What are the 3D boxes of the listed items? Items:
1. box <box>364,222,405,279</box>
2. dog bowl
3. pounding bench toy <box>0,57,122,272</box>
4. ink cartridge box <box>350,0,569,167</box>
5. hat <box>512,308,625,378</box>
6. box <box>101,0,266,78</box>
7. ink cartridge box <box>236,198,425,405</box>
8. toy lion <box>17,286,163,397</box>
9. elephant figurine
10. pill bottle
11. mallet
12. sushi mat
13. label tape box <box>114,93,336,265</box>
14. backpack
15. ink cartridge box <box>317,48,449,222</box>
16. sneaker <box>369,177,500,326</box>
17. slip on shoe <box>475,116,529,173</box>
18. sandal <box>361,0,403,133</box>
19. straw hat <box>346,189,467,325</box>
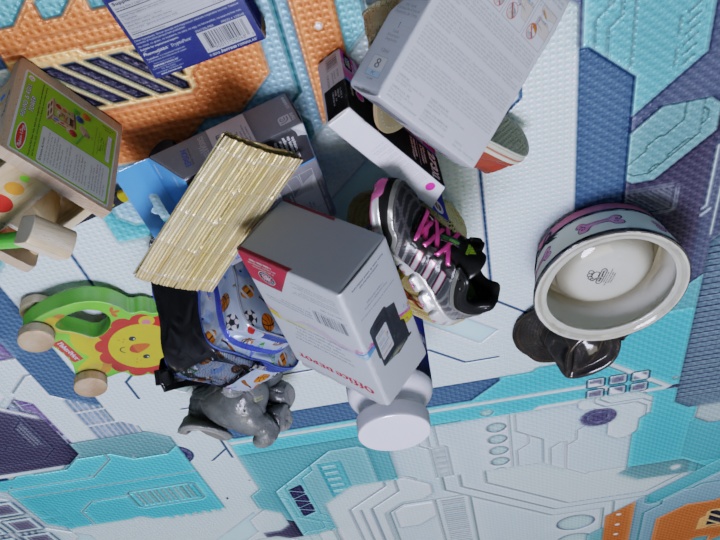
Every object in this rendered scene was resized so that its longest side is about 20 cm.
[{"bbox_3d":[0.000,0.000,1.017,0.064,0.070,0.200,42,152,-5],"label":"box"},{"bbox_3d":[0.314,-0.001,1.105,0.198,0.074,0.201,-2,136,-2],"label":"dog bowl"},{"bbox_3d":[-0.341,-0.069,0.847,0.155,0.201,0.124,-30,136,27],"label":"pounding bench toy"},{"bbox_3d":[0.098,-0.215,0.787,0.160,0.047,0.201,26,94,-46],"label":"ink cartridge box"},{"bbox_3d":[0.324,0.105,1.248,0.199,0.081,0.201,-4,143,-3],"label":"hat"},{"bbox_3d":[-0.178,-0.267,0.753,0.120,0.033,0.200,-16,142,12],"label":"box"},{"bbox_3d":[-0.026,0.036,0.925,0.145,0.083,0.201,22,151,33],"label":"ink cartridge box"},{"bbox_3d":[-0.329,0.086,1.164,0.191,0.069,0.200,-22,139,8],"label":"toy lion"},{"bbox_3d":[-0.209,0.202,1.277,0.199,0.142,0.156,-8,115,29],"label":"elephant figurine"},{"bbox_3d":[0.035,0.128,1.143,0.115,0.201,0.116,-3,142,-3],"label":"pill bottle"},{"bbox_3d":[-0.269,-0.091,0.964,0.199,0.041,0.066,-16,142,18],"label":"mallet"},{"bbox_3d":[-0.149,-0.054,0.886,0.095,0.012,0.200,13,127,-40],"label":"sushi mat"},{"bbox_3d":[-0.139,-0.081,0.923,0.199,0.063,0.145,-26,141,-4],"label":"label tape box"},{"bbox_3d":[-0.155,0.053,1.053,0.153,0.201,0.190,-20,152,19],"label":"backpack"},{"bbox_3d":[0.036,-0.136,0.894,0.037,0.095,0.200,-32,135,24],"label":"ink cartridge box"},{"bbox_3d":[0.083,-0.021,0.885,0.087,0.074,0.200,-8,130,37],"label":"sneaker"},{"bbox_3d":[0.090,-0.153,0.906,0.199,0.075,0.061,20,144,-32],"label":"slip on shoe"},{"bbox_3d":[0.036,-0.240,0.799,0.077,0.070,0.213,-16,132,-39],"label":"sandal"},{"bbox_3d":[0.082,-0.037,1.026,0.200,0.085,0.202,33,148,23],"label":"straw hat"}]
